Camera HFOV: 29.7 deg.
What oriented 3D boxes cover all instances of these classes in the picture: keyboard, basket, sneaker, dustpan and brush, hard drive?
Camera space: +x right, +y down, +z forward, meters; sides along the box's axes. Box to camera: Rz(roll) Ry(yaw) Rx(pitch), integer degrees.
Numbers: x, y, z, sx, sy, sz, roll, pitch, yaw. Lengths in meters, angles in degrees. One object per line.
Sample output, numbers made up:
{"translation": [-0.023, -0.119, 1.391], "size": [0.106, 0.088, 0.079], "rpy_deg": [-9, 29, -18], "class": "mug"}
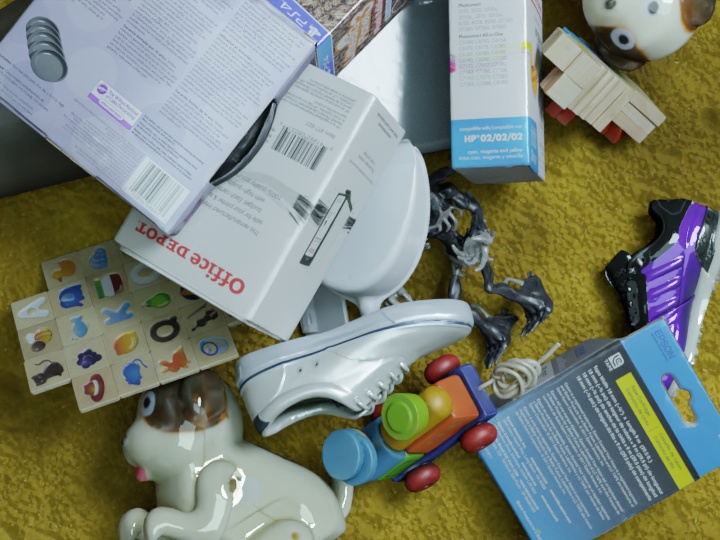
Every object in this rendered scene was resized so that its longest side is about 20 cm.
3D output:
{"translation": [-0.045, -0.041, 1.187], "size": [0.011, 0.056, 0.202], "rpy_deg": [-13, 94, -50], "class": "keyboard"}
{"translation": [-0.271, -0.140, 1.107], "size": [0.198, 0.136, 0.182], "rpy_deg": [-23, 99, -6], "class": "basket"}
{"translation": [0.001, 0.081, 1.089], "size": [0.198, 0.073, 0.071], "rpy_deg": [-18, 68, 1], "class": "sneaker"}
{"translation": [0.000, 0.000, 1.144], "size": [0.138, 0.057, 0.203], "rpy_deg": [-5, 87, 23], "class": "dustpan and brush"}
{"translation": [0.039, -0.172, 1.209], "size": [0.198, 0.033, 0.141], "rpy_deg": [-11, 92, -10], "class": "hard drive"}
{"translation": [0.264, 0.028, 1.239], "size": [0.098, 0.070, 0.202], "rpy_deg": [19, 88, 2], "class": "sneaker"}

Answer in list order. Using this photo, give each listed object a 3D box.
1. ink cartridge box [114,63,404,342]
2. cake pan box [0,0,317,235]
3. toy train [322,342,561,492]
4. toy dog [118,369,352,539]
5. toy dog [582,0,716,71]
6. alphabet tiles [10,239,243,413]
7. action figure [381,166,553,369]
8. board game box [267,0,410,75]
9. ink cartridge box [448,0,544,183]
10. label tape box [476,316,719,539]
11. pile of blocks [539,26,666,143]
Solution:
{"translation": [-0.080, -0.067, 1.087], "size": [0.145, 0.084, 0.201], "rpy_deg": [29, 87, 24], "class": "ink cartridge box"}
{"translation": [-0.156, -0.153, 1.023], "size": [0.199, 0.052, 0.185], "rpy_deg": [37, 91, -1], "class": "cake pan box"}
{"translation": [0.064, 0.112, 1.129], "size": [0.200, 0.115, 0.085], "rpy_deg": [-40, 68, 30], "class": "toy train"}
{"translation": [-0.111, 0.174, 1.127], "size": [0.193, 0.139, 0.201], "rpy_deg": [-40, 96, -16], "class": "toy dog"}
{"translation": [0.229, -0.271, 1.172], "size": [0.193, 0.139, 0.202], "rpy_deg": [30, 45, -44], "class": "toy dog"}
{"translation": [-0.186, 0.032, 1.127], "size": [0.198, 0.006, 0.167], "rpy_deg": [-19, 50, -9], "class": "alphabet tiles"}
{"translation": [0.075, -0.010, 1.177], "size": [0.200, 0.102, 0.119], "rpy_deg": [43, 125, -13], "class": "action figure"}
{"translation": [-0.024, -0.285, 1.140], "size": [0.159, 0.097, 0.200], "rpy_deg": [42, 81, 9], "class": "board game box"}
{"translation": [0.115, -0.180, 1.137], "size": [0.067, 0.115, 0.203], "rpy_deg": [-2, 87, 13], "class": "ink cartridge box"}
{"translation": [0.211, 0.144, 1.201], "size": [0.199, 0.063, 0.145], "rpy_deg": [-31, 96, 9], "class": "label tape box"}
{"translation": [0.191, -0.158, 1.182], "size": [0.062, 0.199, 0.082], "rpy_deg": [-46, 58, 16], "class": "pile of blocks"}
